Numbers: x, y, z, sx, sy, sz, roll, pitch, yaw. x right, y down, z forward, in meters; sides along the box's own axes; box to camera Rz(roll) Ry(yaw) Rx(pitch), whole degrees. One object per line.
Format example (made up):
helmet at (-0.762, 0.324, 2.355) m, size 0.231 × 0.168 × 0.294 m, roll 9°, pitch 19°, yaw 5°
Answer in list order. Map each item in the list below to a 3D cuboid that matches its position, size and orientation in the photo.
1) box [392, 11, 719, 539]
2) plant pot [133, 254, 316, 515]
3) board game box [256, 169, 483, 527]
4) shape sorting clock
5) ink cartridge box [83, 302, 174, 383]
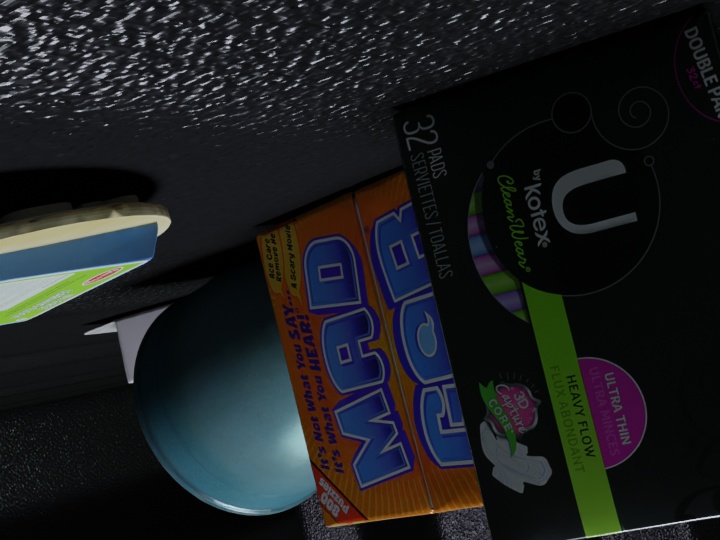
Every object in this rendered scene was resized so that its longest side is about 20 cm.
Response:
box at (0.121, 0.009, 0.526) m, size 0.148 × 0.202 × 0.124 m, roll -16°, pitch 174°, yaw 22°
plant pot at (-0.052, 0.068, 0.898) m, size 0.199 × 0.201 × 0.188 m, roll -9°, pitch 160°, yaw -40°
board game box at (0.087, 0.038, 0.750) m, size 0.199 × 0.201 × 0.199 m, roll -8°, pitch 171°, yaw -46°
shape sorting clock at (-0.186, 0.000, 0.533) m, size 0.198 × 0.040 × 0.200 m, roll -15°, pitch 174°, yaw -1°
ink cartridge box at (-0.166, 0.066, 1.157) m, size 0.199 × 0.068 × 0.116 m, roll -15°, pitch 175°, yaw 18°
